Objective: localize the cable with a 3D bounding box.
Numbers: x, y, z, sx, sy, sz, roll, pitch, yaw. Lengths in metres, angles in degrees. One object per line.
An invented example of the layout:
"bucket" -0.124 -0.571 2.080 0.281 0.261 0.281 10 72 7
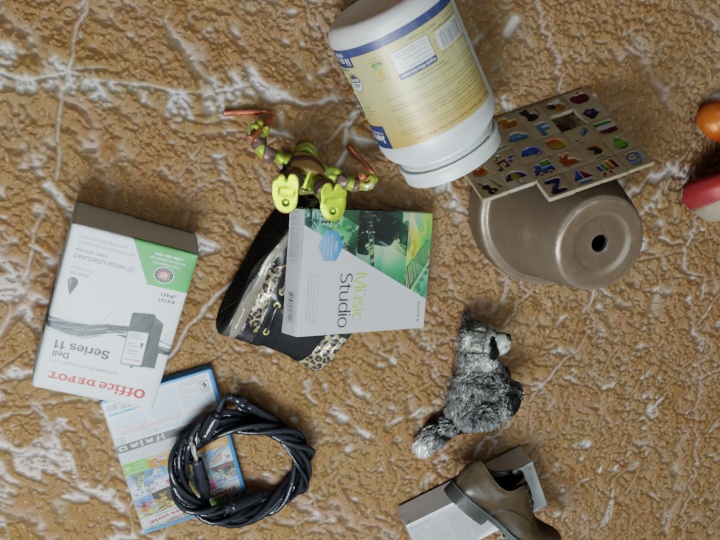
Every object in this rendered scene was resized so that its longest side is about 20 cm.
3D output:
"cable" -0.146 0.257 1.188 0.199 0.051 0.164 38 84 -34

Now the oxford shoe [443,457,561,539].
"oxford shoe" 0.212 0.320 1.259 0.199 0.073 0.085 37 95 -25

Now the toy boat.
"toy boat" 0.485 -0.163 1.198 0.131 0.130 0.200 43 95 6

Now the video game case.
"video game case" -0.235 0.229 1.189 0.141 0.018 0.203 -16 113 -10

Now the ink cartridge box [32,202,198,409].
"ink cartridge box" -0.282 0.044 1.071 0.145 0.083 0.203 14 107 -19

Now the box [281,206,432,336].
"box" 0.000 0.000 1.105 0.198 0.036 0.147 -2 99 -40

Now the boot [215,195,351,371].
"boot" -0.067 0.018 1.127 0.150 0.073 0.202 30 92 -28

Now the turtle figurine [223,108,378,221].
"turtle figurine" -0.070 -0.111 1.041 0.198 0.162 0.065 24 112 -15

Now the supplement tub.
"supplement tub" 0.065 -0.209 1.037 0.143 0.145 0.202 -29 114 -3

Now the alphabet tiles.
"alphabet tiles" 0.215 -0.141 1.095 0.197 0.168 0.008 -19 135 -7

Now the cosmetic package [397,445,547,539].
"cosmetic package" 0.158 0.332 1.315 0.198 0.051 0.083 -25 116 -6

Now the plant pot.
"plant pot" 0.249 -0.058 1.128 0.197 0.175 0.203 -5 112 -12

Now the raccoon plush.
"raccoon plush" 0.122 0.152 1.221 0.199 0.097 0.134 -39 107 2
